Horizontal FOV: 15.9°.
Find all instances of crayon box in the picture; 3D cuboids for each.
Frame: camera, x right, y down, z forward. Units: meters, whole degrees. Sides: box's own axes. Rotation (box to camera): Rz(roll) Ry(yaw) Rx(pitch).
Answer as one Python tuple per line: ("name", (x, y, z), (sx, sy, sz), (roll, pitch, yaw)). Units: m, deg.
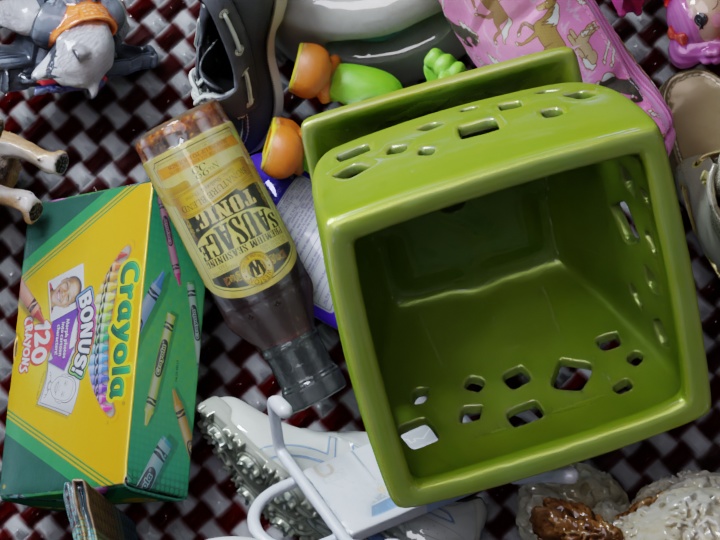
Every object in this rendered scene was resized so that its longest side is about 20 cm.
("crayon box", (-0.163, 0.051, 1.662), (0.119, 0.058, 0.200), (-9, 70, 40))

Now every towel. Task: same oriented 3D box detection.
("towel", (-0.143, 0.237, 1.585), (0.022, 0.147, 0.200), (-15, 71, 3))

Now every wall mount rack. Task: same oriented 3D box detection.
("wall mount rack", (0.034, 0.119, 1.548), (0.200, 0.075, 0.174), (-21, 41, -19))

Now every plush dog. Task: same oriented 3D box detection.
("plush dog", (0.192, 0.174, 1.525), (0.200, 0.172, 0.161), (-9, 73, 7))

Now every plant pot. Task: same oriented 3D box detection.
("plant pot", (0.073, -0.010, 1.498), (0.199, 0.200, 0.182), (-16, 30, -4))

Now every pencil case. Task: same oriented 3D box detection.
("pencil case", (0.115, -0.142, 1.589), (0.083, 0.087, 0.200), (-38, 103, -18))

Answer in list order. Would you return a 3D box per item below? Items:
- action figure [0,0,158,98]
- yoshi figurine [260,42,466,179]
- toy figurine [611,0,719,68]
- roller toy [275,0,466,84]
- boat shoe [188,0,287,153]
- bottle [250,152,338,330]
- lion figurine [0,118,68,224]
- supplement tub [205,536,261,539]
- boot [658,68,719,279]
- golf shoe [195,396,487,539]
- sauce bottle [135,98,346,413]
("action figure", (-0.236, -0.179, 1.709), (0.200, 0.105, 0.193), (-17, 47, -37))
("yoshi figurine", (0.043, -0.072, 1.632), (0.200, 0.112, 0.112), (19, 49, -6))
("toy figurine", (0.251, -0.189, 1.650), (0.184, 0.150, 0.200), (-14, 77, 19))
("roller toy", (0.005, -0.225, 1.690), (0.182, 0.140, 0.200), (29, 81, 16))
("boat shoe", (-0.091, -0.136, 1.653), (0.063, 0.200, 0.073), (-35, 66, -27))
("bottle", (0.000, 0.000, 1.667), (0.200, 0.065, 0.084), (29, 88, 17))
("lion figurine", (-0.272, -0.079, 1.664), (0.122, 0.200, 0.073), (20, 80, 25))
("supplement tub", (-0.060, 0.241, 1.539), (0.140, 0.200, 0.140), (-3, 74, 10))
("boot", (0.233, -0.057, 1.591), (0.072, 0.155, 0.200), (-20, 71, 3))
("golf shoe", (-0.011, 0.131, 1.640), (0.200, 0.078, 0.097), (37, 68, 12))
("sauce bottle", (-0.070, -0.008, 1.621), (0.066, 0.066, 0.200), (-29, 92, 1))
